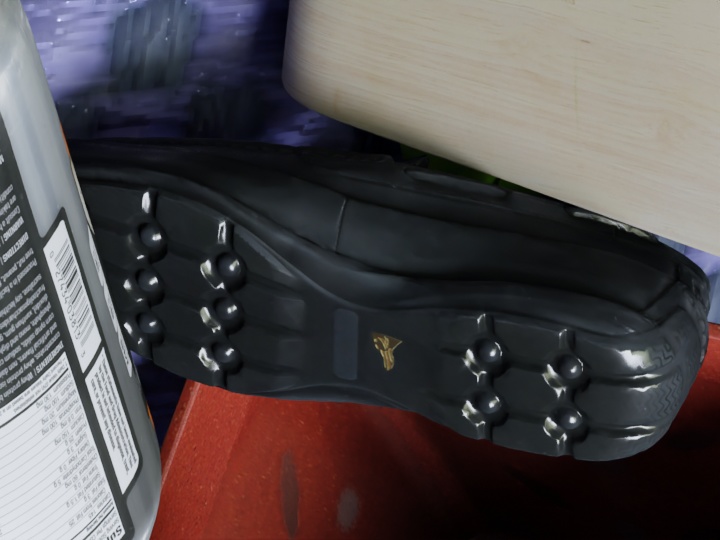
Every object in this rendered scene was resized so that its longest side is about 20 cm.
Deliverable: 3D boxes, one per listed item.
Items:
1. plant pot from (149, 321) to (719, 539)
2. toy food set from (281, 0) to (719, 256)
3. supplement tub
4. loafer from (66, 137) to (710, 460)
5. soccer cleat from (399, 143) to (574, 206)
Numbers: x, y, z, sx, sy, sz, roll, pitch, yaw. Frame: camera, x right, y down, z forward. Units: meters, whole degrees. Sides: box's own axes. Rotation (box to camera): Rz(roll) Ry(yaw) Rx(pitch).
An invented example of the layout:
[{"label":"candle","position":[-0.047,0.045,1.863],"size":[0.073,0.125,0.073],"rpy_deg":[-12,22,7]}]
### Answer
[{"label":"plant pot","position":[0.047,0.128,0.856],"size":[0.201,0.199,0.176],"rpy_deg":[-70,156,-16]},{"label":"toy food set","position":[0.069,-0.095,0.760],"size":[0.060,0.199,0.144],"rpy_deg":[-33,137,-53]},{"label":"supplement tub","position":[-0.122,0.022,0.725],"size":[0.122,0.122,0.201],"rpy_deg":[-30,131,-21]},{"label":"loafer","position":[0.000,0.000,0.785],"size":[0.070,0.199,0.068],"rpy_deg":[-57,157,-52]},{"label":"soccer cleat","position":[0.065,0.012,0.896],"size":[0.067,0.081,0.201],"rpy_deg":[-38,133,-14]}]
